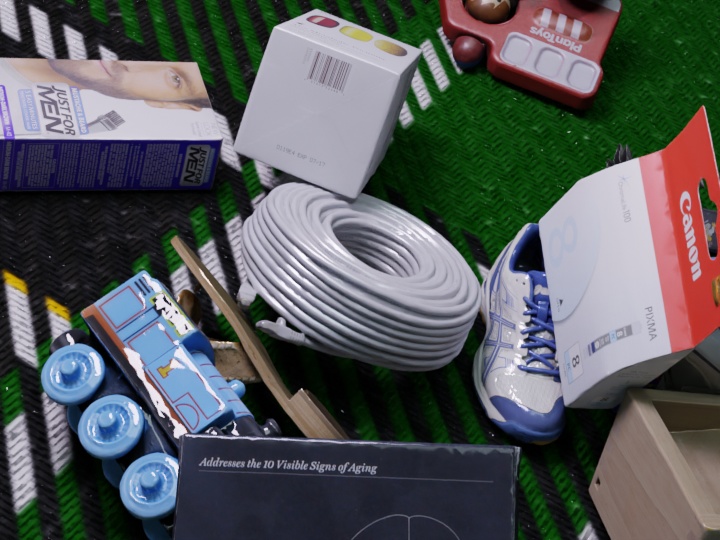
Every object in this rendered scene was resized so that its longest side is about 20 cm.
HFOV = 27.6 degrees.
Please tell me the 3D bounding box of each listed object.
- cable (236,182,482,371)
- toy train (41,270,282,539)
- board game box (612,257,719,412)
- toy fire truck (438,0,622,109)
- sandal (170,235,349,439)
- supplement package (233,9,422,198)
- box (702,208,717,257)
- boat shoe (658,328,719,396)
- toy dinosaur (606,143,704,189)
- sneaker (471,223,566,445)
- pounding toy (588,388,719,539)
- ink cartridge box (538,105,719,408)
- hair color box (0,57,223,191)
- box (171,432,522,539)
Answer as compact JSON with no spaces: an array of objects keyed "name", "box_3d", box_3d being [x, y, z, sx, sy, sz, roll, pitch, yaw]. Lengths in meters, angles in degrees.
[{"name":"cable","box_3d":[0.000,0.000,1.162,0.199,0.070,0.200,20,25,-17]},{"name":"toy train","box_3d":[-0.136,0.100,1.011,0.114,0.087,0.200,-36,61,-12]},{"name":"board game box","box_3d":[0.308,0.049,1.212,0.199,0.135,0.045,-3,47,-24]},{"name":"toy fire truck","box_3d":[0.172,-0.266,1.525,0.199,0.112,0.169,22,60,5]},{"name":"sandal","box_3d":[-0.098,0.074,1.090,0.070,0.078,0.212,-41,80,0]},{"name":"supplement package","box_3d":[-0.023,-0.149,1.261,0.113,0.110,0.200,21,16,2]},{"name":"box","box_3d":[0.282,-0.020,1.229,0.199,0.110,0.035,8,78,-34]},{"name":"boat shoe","box_3d":[0.269,0.086,1.142,0.200,0.070,0.071,35,16,-53]},{"name":"toy dinosaur","box_3d":[0.267,-0.042,1.330,0.135,0.102,0.200,28,28,-13]},{"name":"sneaker","box_3d":[0.135,0.045,1.188,0.075,0.088,0.201,10,44,-13]},{"name":"pounding toy","box_3d":[0.291,0.203,1.066,0.199,0.143,0.184,6,31,-16]},{"name":"ink cartridge box","box_3d":[0.199,-0.006,1.076,0.047,0.200,0.161,4,65,-17]},{"name":"hair color box","box_3d":[-0.228,-0.125,1.251,0.199,0.065,0.110,-1,45,-23]},{"name":"box","box_3d":[-0.009,0.204,0.854,0.198,0.124,0.198,2,74,4]}]
